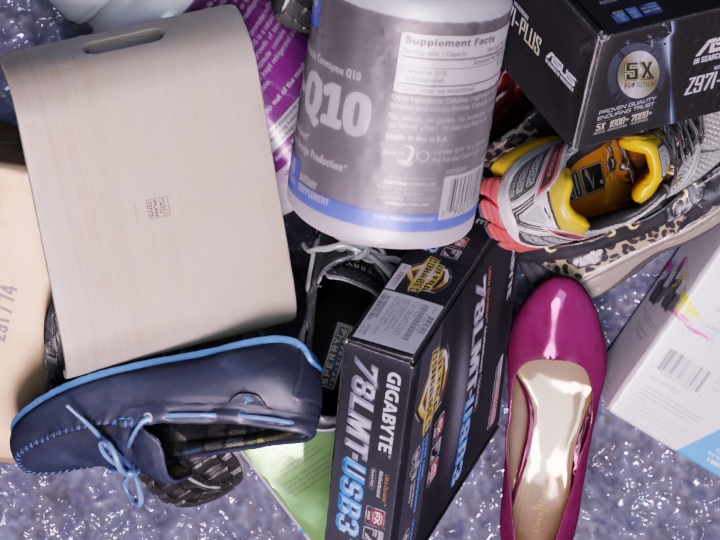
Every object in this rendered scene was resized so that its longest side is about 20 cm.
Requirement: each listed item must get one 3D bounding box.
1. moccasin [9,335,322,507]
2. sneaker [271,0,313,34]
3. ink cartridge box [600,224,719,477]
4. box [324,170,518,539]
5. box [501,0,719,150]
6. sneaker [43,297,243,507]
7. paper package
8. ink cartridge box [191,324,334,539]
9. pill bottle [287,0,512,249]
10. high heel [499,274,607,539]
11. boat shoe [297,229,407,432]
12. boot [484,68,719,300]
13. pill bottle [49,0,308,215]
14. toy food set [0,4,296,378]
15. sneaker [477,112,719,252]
[{"bbox_3d":[-0.119,0.093,1.536,0.200,0.068,0.080,-18,153,20],"label":"moccasin"},{"bbox_3d":[-0.002,-0.237,1.535,0.200,0.088,0.076,-57,144,5],"label":"sneaker"},{"bbox_3d":[0.256,0.027,1.691,0.115,0.068,0.200,31,103,-14],"label":"ink cartridge box"},{"bbox_3d":[0.040,0.070,1.569,0.050,0.199,0.200,18,128,17],"label":"box"},{"bbox_3d":[0.174,-0.172,1.529,0.200,0.164,0.086,-15,138,-24],"label":"box"},{"bbox_3d":[-0.144,0.070,1.633,0.074,0.079,0.200,-26,136,7],"label":"sneaker"},{"bbox_3d":[-0.276,0.010,1.621,0.190,0.103,0.201,6,106,-8],"label":"paper package"},{"bbox_3d":[-0.059,0.080,1.662,0.059,0.104,0.200,-35,107,6],"label":"ink cartridge box"},{"bbox_3d":[0.025,-0.123,1.480,0.113,0.114,0.201,6,113,-7],"label":"pill bottle"},{"bbox_3d":[0.124,0.105,1.664,0.067,0.096,0.200,1,124,5],"label":"high heel"},{"bbox_3d":[-0.003,-0.001,1.583,0.073,0.068,0.200,21,81,-4],"label":"boat shoe"},{"bbox_3d":[0.158,-0.079,1.630,0.200,0.073,0.151,-34,124,13],"label":"boot"},{"bbox_3d":[-0.094,-0.134,1.586,0.200,0.112,0.112,42,100,-16],"label":"pill bottle"},{"bbox_3d":[-0.124,-0.044,1.529,0.143,0.060,0.201,-13,109,-12],"label":"toy food set"},{"bbox_3d":[0.169,-0.065,1.543,0.200,0.082,0.078,-32,107,-28],"label":"sneaker"}]
